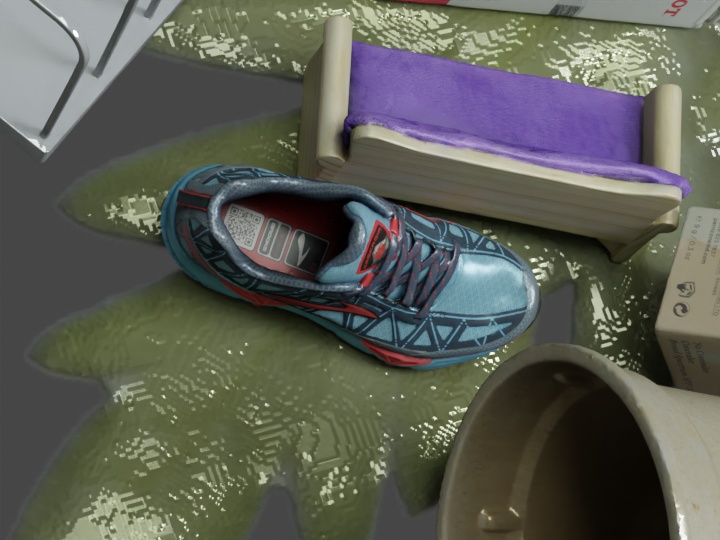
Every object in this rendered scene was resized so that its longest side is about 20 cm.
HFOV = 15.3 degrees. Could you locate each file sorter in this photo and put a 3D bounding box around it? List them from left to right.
[{"bbox_3d":[-0.143,-0.188,1.348,0.139,0.125,0.200,38,62,-1],"label":"file sorter"}]

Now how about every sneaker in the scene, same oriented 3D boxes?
[{"bbox_3d":[0.000,0.000,1.336,0.199,0.096,0.080,14,84,-12],"label":"sneaker"}]

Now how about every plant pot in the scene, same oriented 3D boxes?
[{"bbox_3d":[0.166,0.137,1.300,0.183,0.200,0.201,2,69,-31],"label":"plant pot"}]

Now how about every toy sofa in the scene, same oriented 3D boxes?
[{"bbox_3d":[0.071,-0.072,1.395,0.199,0.098,0.083,10,67,-15],"label":"toy sofa"}]

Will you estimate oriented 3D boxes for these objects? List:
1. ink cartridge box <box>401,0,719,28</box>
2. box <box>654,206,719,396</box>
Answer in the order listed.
[{"bbox_3d":[0.122,-0.202,1.436,0.199,0.146,0.085,5,67,-18],"label":"ink cartridge box"},{"bbox_3d":[0.261,0.032,1.370,0.199,0.095,0.078,7,61,24],"label":"box"}]
